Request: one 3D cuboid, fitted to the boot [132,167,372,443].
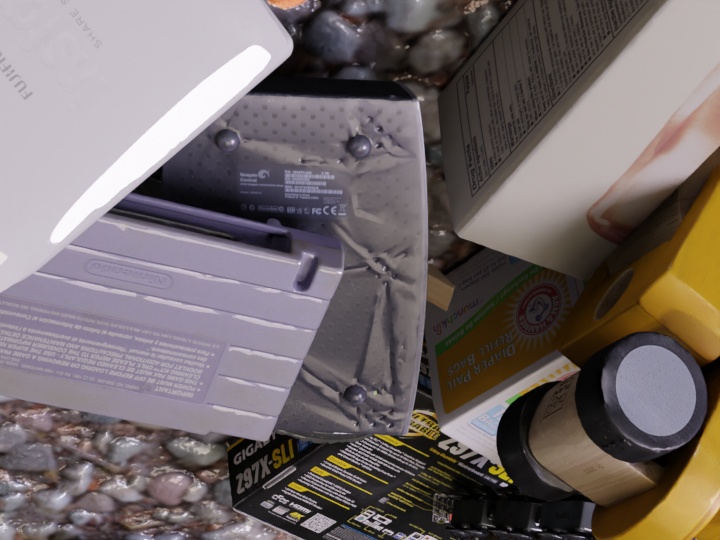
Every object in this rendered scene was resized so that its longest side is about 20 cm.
[{"bbox_3d":[-0.049,0.011,1.087,0.199,0.068,0.131,25,133,-12],"label":"boot"}]

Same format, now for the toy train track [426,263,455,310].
[{"bbox_3d":[0.000,0.000,1.123,0.114,0.033,0.201,29,148,9],"label":"toy train track"}]

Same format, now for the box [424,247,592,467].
[{"bbox_3d":[0.142,0.065,1.174,0.112,0.102,0.199,-34,133,30],"label":"box"}]

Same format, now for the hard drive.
[{"bbox_3d":[-0.032,-0.008,1.023,0.133,0.042,0.202,2,123,2],"label":"hard drive"}]

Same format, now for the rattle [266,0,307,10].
[{"bbox_3d":[0.009,-0.216,0.882,0.129,0.144,0.200,25,157,10],"label":"rattle"}]

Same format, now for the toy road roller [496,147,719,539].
[{"bbox_3d":[0.174,0.056,1.006,0.145,0.201,0.123,35,153,-8],"label":"toy road roller"}]

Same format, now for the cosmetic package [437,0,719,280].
[{"bbox_3d":[0.128,-0.100,0.979,0.087,0.104,0.200,19,135,-26],"label":"cosmetic package"}]

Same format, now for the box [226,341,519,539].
[{"bbox_3d":[0.040,0.128,1.274,0.199,0.050,0.159,28,127,-36],"label":"box"}]

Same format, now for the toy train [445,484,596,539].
[{"bbox_3d":[0.101,0.144,1.169,0.045,0.034,0.200,15,170,-18],"label":"toy train"}]

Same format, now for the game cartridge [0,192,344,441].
[{"bbox_3d":[-0.121,0.016,0.981,0.198,0.039,0.130,13,133,-16],"label":"game cartridge"}]

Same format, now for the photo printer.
[{"bbox_3d":[-0.151,-0.096,0.869,0.200,0.069,0.167,-40,111,-9],"label":"photo printer"}]
